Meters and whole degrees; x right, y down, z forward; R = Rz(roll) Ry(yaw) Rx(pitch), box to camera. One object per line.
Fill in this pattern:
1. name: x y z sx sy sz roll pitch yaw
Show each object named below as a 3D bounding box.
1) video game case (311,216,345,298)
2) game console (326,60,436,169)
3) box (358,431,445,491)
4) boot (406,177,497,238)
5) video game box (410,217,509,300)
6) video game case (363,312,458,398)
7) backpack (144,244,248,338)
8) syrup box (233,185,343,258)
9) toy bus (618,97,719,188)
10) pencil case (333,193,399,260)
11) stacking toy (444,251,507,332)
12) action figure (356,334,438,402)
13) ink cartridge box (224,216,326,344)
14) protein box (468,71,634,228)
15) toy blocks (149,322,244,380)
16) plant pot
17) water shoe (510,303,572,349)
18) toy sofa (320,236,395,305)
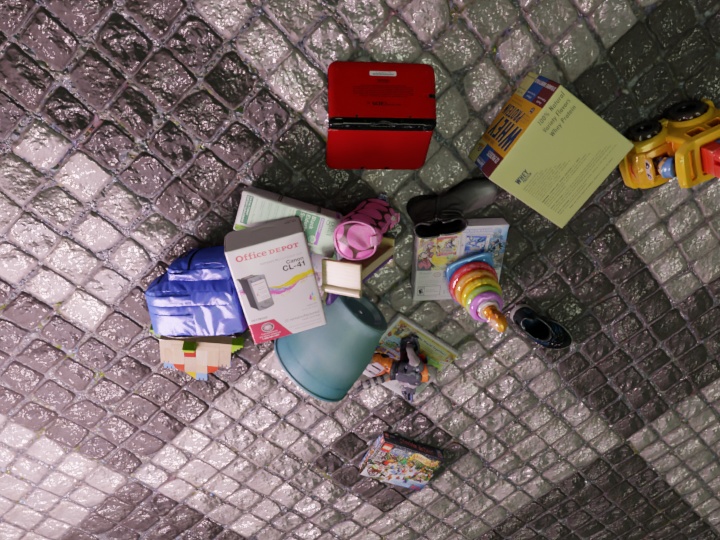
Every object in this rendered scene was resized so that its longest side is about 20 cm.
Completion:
1. video game case: -0.099 -0.014 1.130 0.181 0.024 0.201 -7 120 -4
2. game console: 0.034 -0.291 1.000 0.199 0.119 0.173 -1 88 -8
3. box: 0.114 0.533 1.455 0.199 0.038 0.137 23 113 -19
4. boot: 0.196 -0.117 1.052 0.199 0.132 0.070 -19 119 3
5. video game box: 0.214 -0.024 1.157 0.199 0.047 0.183 -2 122 -7
6. video game case: 0.110 0.217 1.289 0.200 0.023 0.182 34 110 -22
7. backpack: -0.323 0.042 1.058 0.199 0.163 0.169 -7 106 8
8. syrup box: -0.137 -0.096 1.028 0.199 0.081 0.079 17 104 -8
9. toy bus: 0.643 -0.224 1.024 0.199 0.192 0.136 -25 121 8
10. pencil case: 0.015 -0.084 1.007 0.093 0.200 0.091 12 114 9
11. stacking toy: 0.253 0.063 1.070 0.109 0.200 0.116 -19 122 3
12. action figure: 0.090 0.259 1.241 0.192 0.105 0.201 -5 117 6
13. ink cartridge box: -0.156 0.019 0.977 0.147 0.086 0.201 -15 119 -6
14. protein box: 0.359 -0.231 1.010 0.199 0.135 0.199 27 113 -21
15. toy blocks: -0.365 0.188 1.176 0.199 0.100 0.137 6 130 -10
16. plant pot: -0.050 0.143 1.121 0.200 0.200 0.188 33 110 -23
17. water shoe: 0.444 0.155 1.268 0.199 0.079 0.072 28 112 -21
18. toy sofa: 0.000 0.000 1.043 0.082 0.200 0.098 9 111 21
